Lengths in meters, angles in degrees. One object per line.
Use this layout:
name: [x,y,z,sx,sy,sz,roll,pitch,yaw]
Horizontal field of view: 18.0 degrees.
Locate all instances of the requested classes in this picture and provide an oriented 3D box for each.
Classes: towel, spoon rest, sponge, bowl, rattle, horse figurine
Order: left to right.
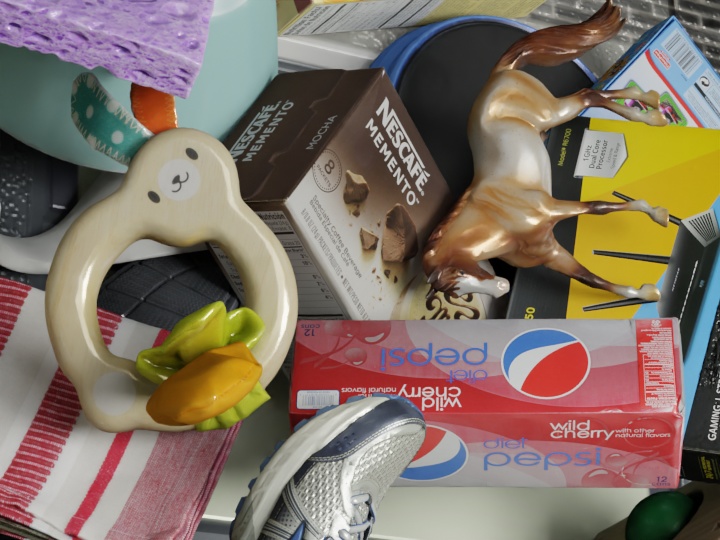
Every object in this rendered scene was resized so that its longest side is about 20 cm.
towel: [-0.163,0.069,1.145,0.200,0.023,0.144,17,50,5]
sponge: [-0.124,-0.181,1.161,0.112,0.030,0.200,16,47,-10]
spoon rest: [-0.130,-0.038,1.246,0.200,0.061,0.099,-11,43,-37]
bowl: [-0.127,-0.160,1.235,0.201,0.105,0.201,12,49,-14]
rattle: [-0.101,-0.023,1.091,0.143,0.130,0.200,19,69,-74]
bowl: [0.088,-0.067,1.407,0.201,0.039,0.201,13,64,-28]
horse figurine: [0.103,-0.060,1.256,0.132,0.050,0.200,6,62,-2]

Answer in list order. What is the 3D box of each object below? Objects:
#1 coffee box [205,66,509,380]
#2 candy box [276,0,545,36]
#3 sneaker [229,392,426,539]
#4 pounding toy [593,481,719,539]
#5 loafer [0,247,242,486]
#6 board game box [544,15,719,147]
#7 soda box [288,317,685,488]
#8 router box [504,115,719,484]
coffee box: [0.000,0.000,1.252,0.113,0.080,0.200,-54,128,-35]
candy box: [0.024,-0.214,1.419,0.200,0.055,0.115,-9,75,-33]
sneaker: [-0.026,0.151,1.096,0.200,0.085,0.077,-50,146,-5]
pounding toy: [0.187,0.207,1.281,0.200,0.184,0.142,47,42,-7]
loafer: [-0.128,0.060,1.218,0.072,0.063,0.200,25,48,16]
board game box: [0.179,-0.042,1.404,0.151,0.037,0.200,51,54,-9]
soda box: [0.065,0.069,1.169,0.200,0.070,0.063,0,49,4]
router box: [0.163,0.014,1.270,0.149,0.051,0.200,6,63,18]
